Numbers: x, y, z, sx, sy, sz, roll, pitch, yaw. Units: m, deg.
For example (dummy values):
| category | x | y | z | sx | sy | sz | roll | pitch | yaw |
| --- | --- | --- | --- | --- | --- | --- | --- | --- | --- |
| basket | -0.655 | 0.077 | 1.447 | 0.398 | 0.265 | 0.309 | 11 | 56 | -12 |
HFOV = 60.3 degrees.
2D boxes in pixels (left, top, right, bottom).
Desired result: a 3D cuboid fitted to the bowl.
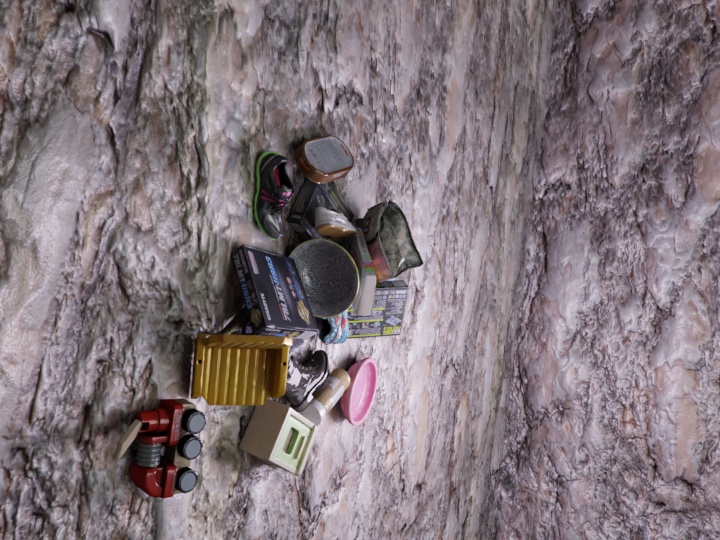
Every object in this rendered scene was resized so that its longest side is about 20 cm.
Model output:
| category | x | y | z | sx | sy | sz | roll | pitch | yaw |
| --- | --- | --- | --- | --- | --- | --- | --- | --- | --- |
| bowl | -0.090 | 0.006 | 1.586 | 0.094 | 0.193 | 0.208 | -62 | 150 | -68 |

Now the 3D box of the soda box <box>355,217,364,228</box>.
| category | x | y | z | sx | sy | sz | roll | pitch | yaw |
| --- | --- | --- | --- | --- | --- | --- | --- | --- | --- |
| soda box | 0.030 | -0.050 | 1.803 | 0.066 | 0.063 | 0.208 | -4 | 93 | -19 |

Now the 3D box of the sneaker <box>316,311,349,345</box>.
| category | x | y | z | sx | sy | sz | roll | pitch | yaw |
| --- | --- | --- | --- | --- | --- | --- | --- | --- | --- |
| sneaker | -0.083 | 0.101 | 1.686 | 0.093 | 0.078 | 0.208 | -5 | 89 | -39 |

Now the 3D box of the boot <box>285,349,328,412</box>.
| category | x | y | z | sx | sy | sz | roll | pitch | yaw |
| --- | --- | --- | --- | --- | --- | --- | --- | --- | --- |
| boot | -0.164 | 0.246 | 1.604 | 0.176 | 0.067 | 0.203 | 60 | 42 | -36 |

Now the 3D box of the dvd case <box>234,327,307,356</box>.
| category | x | y | z | sx | sy | sz | roll | pitch | yaw |
| --- | --- | --- | --- | --- | --- | --- | --- | --- | --- |
| dvd case | -0.213 | 0.151 | 1.509 | 0.199 | 0.016 | 0.153 | -39 | 113 | -47 |

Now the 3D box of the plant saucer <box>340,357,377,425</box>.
| category | x | y | z | sx | sy | sz | roll | pitch | yaw |
| --- | --- | --- | --- | --- | --- | --- | --- | --- | --- |
| plant saucer | -0.008 | 0.363 | 1.881 | 0.200 | 0.049 | 0.207 | -39 | 135 | -55 |

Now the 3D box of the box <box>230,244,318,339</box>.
| category | x | y | z | sx | sy | sz | roll | pitch | yaw |
| --- | --- | --- | --- | --- | --- | --- | --- | --- | --- |
| box | -0.195 | 0.054 | 1.427 | 0.197 | 0.049 | 0.205 | 20 | 45 | -59 |

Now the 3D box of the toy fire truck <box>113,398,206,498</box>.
| category | x | y | z | sx | sy | sz | roll | pitch | yaw |
| --- | --- | --- | --- | --- | --- | --- | --- | --- | --- |
| toy fire truck | -0.404 | 0.349 | 1.195 | 0.197 | 0.126 | 0.183 | 10 | 89 | -47 |

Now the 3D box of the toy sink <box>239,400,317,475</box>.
| category | x | y | z | sx | sy | sz | roll | pitch | yaw |
| --- | --- | --- | --- | --- | --- | --- | --- | --- | --- |
| toy sink | -0.189 | 0.426 | 1.557 | 0.201 | 0.109 | 0.133 | 53 | 54 | -50 |

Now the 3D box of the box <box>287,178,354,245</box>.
| category | x | y | z | sx | sy | sz | roll | pitch | yaw |
| --- | --- | --- | --- | --- | --- | --- | --- | --- | --- |
| box | -0.100 | -0.138 | 1.633 | 0.201 | 0.047 | 0.162 | 51 | 53 | -51 |

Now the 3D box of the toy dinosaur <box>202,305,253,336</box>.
| category | x | y | z | sx | sy | sz | roll | pitch | yaw |
| --- | --- | --- | --- | --- | --- | --- | --- | --- | --- |
| toy dinosaur | -0.259 | 0.119 | 1.404 | 0.199 | 0.087 | 0.048 | -41 | 156 | -46 |

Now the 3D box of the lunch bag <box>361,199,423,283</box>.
| category | x | y | z | sx | sy | sz | roll | pitch | yaw |
| --- | --- | --- | --- | --- | --- | --- | --- | --- | --- |
| lunch bag | 0.070 | -0.083 | 1.687 | 0.115 | 0.164 | 0.206 | -22 | 91 | -17 |

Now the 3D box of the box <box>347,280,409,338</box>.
| category | x | y | z | sx | sy | sz | roll | pitch | yaw |
| --- | --- | --- | --- | --- | --- | --- | --- | --- | --- |
| box | 0.034 | 0.112 | 1.781 | 0.193 | 0.044 | 0.165 | -2 | 118 | -21 |

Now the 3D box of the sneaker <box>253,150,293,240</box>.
| category | x | y | z | sx | sy | sz | roll | pitch | yaw |
| --- | --- | --- | --- | --- | --- | --- | --- | --- | --- |
| sneaker | -0.197 | -0.170 | 1.433 | 0.076 | 0.082 | 0.207 | -22 | 115 | -53 |

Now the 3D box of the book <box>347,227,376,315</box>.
| category | x | y | z | sx | sy | sz | roll | pitch | yaw |
| --- | --- | --- | --- | --- | --- | --- | --- | --- | --- |
| book | 0.000 | 0.000 | 1.661 | 0.203 | 0.046 | 0.137 | -106 | -158 | -49 |

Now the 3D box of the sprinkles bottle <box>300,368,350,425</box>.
| category | x | y | z | sx | sy | sz | roll | pitch | yaw |
| --- | --- | --- | --- | --- | --- | --- | --- | --- | --- |
| sprinkles bottle | -0.094 | 0.346 | 1.708 | 0.200 | 0.066 | 0.071 | -42 | 132 | -59 |

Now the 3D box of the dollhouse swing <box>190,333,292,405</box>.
| category | x | y | z | sx | sy | sz | roll | pitch | yaw |
| --- | --- | --- | --- | --- | --- | --- | --- | --- | --- |
| dollhouse swing | -0.240 | 0.210 | 1.283 | 0.194 | 0.175 | 0.189 | 5 | 94 | -21 |

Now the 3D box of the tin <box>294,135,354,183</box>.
| category | x | y | z | sx | sy | sz | roll | pitch | yaw |
| --- | --- | --- | --- | --- | --- | --- | --- | --- | --- |
| tin | -0.088 | -0.284 | 1.576 | 0.199 | 0.041 | 0.114 | -29 | 88 | -53 |

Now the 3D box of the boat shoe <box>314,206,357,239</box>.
| category | x | y | z | sx | sy | sz | roll | pitch | yaw |
| --- | --- | --- | --- | --- | --- | --- | --- | --- | --- |
| boat shoe | -0.063 | -0.125 | 1.587 | 0.199 | 0.069 | 0.072 | 17 | 56 | -71 |
